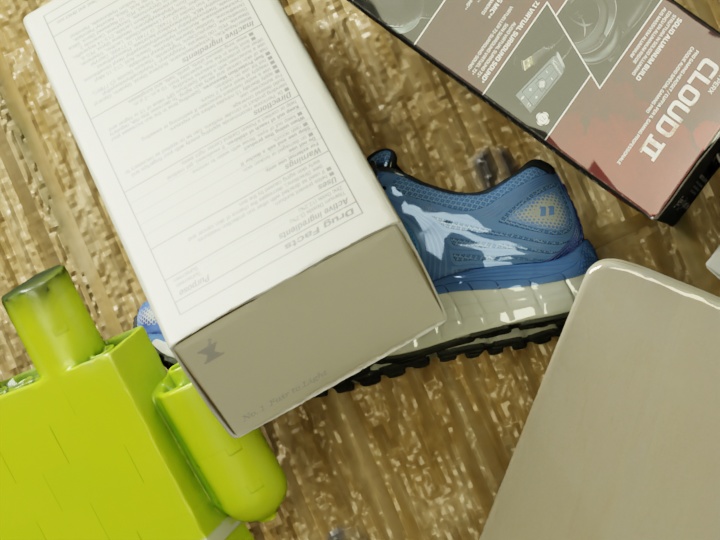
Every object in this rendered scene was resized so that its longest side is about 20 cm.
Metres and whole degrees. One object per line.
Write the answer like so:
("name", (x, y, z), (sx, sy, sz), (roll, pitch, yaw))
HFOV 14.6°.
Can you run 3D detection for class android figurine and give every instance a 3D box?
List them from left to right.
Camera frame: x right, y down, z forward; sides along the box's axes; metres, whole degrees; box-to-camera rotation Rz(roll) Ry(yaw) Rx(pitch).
("android figurine", (-0.113, 0.100, 1.184), (0.181, 0.041, 0.201), (-23, 102, 32))

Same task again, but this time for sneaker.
("sneaker", (0.000, 0.000, 1.191), (0.198, 0.079, 0.090), (-12, 77, 2))

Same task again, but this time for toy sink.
("toy sink", (0.124, 0.096, 1.131), (0.130, 0.112, 0.201), (22, 107, 8))

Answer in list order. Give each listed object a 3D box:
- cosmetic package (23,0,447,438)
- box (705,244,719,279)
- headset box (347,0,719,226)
("cosmetic package", (-0.053, -0.043, 1.138), (0.103, 0.073, 0.201), (-28, 51, 1))
("box", (0.238, -0.061, 1.089), (0.101, 0.112, 0.201), (37, 123, 8))
("headset box", (0.080, -0.093, 1.133), (0.200, 0.149, 0.077), (37, 96, 7))
